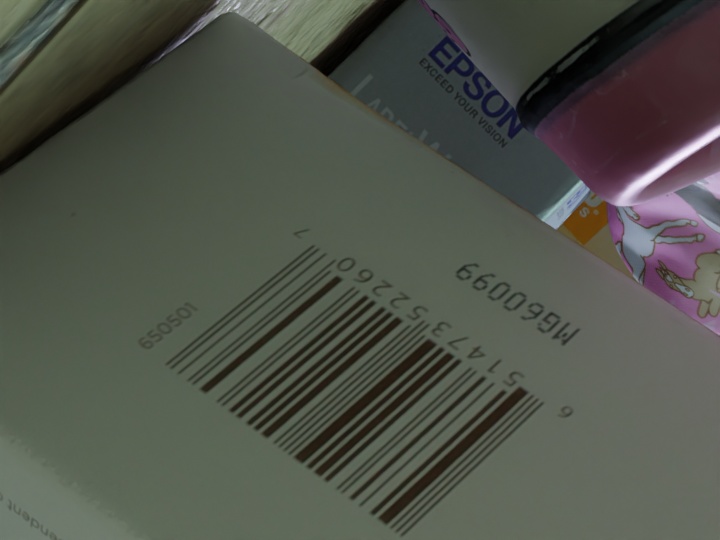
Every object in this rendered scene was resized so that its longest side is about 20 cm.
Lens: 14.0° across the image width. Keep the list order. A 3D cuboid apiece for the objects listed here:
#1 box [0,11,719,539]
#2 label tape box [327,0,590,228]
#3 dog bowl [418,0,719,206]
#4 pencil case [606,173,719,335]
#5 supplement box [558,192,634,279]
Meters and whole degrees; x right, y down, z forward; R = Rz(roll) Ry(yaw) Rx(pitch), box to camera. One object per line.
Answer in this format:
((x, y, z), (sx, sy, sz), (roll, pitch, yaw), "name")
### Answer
((-0.012, 0.084, 0.534), (0.106, 0.152, 0.200), (-40, 156, -37), "box")
((0.016, -0.020, 0.735), (0.200, 0.066, 0.143), (-43, 177, 2), "label tape box")
((0.100, -0.081, 0.513), (0.200, 0.074, 0.200), (-27, 175, -2), "dog bowl")
((0.113, -0.059, 0.783), (0.086, 0.083, 0.200), (-3, 150, -1), "pencil case")
((0.022, 0.043, 1.054), (0.200, 0.126, 0.074), (-42, 175, -23), "supplement box")
